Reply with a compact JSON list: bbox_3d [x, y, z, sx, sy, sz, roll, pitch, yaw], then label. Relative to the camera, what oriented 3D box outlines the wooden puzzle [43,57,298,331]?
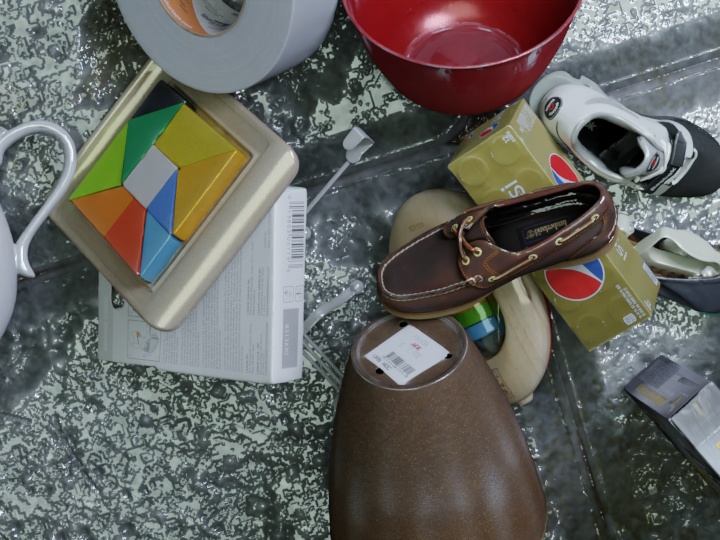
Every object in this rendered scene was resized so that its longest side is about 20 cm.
[{"bbox_3d":[-0.165,-0.074,1.580,0.185,0.037,0.200,-52,53,4],"label":"wooden puzzle"}]

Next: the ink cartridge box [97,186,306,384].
[{"bbox_3d":[-0.137,0.007,1.614,0.199,0.050,0.162,5,95,37],"label":"ink cartridge box"}]

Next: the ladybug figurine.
[{"bbox_3d":[0.101,0.020,1.611,0.135,0.072,0.201,-20,96,41],"label":"ladybug figurine"}]

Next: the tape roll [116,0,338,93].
[{"bbox_3d":[-0.113,-0.249,1.546,0.199,0.066,0.202,17,119,33],"label":"tape roll"}]

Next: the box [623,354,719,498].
[{"bbox_3d":[0.303,0.153,1.574,0.048,0.200,0.159,-42,95,1],"label":"box"}]

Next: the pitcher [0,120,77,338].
[{"bbox_3d":[-0.326,-0.031,1.600,0.170,0.121,0.202,0,84,-4],"label":"pitcher"}]

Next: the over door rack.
[{"bbox_3d":[0.000,0.000,1.598,0.148,0.067,0.200,45,116,13],"label":"over door rack"}]

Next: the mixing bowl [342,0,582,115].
[{"bbox_3d":[0.084,-0.203,1.565,0.198,0.109,0.201,-2,52,2],"label":"mixing bowl"}]

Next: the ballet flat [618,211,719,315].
[{"bbox_3d":[0.235,-0.018,1.621,0.199,0.073,0.074,16,95,-4],"label":"ballet flat"}]

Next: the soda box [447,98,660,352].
[{"bbox_3d":[0.160,-0.037,1.553,0.068,0.064,0.200,-32,102,28],"label":"soda box"}]

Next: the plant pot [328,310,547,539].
[{"bbox_3d":[0.051,0.135,1.537,0.185,0.188,0.201,-10,131,1],"label":"plant pot"}]

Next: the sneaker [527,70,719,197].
[{"bbox_3d":[0.235,-0.094,1.584,0.199,0.089,0.074,18,113,-26],"label":"sneaker"}]

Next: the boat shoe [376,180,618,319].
[{"bbox_3d":[0.102,-0.023,1.476,0.199,0.070,0.071,-21,64,5],"label":"boat shoe"}]
